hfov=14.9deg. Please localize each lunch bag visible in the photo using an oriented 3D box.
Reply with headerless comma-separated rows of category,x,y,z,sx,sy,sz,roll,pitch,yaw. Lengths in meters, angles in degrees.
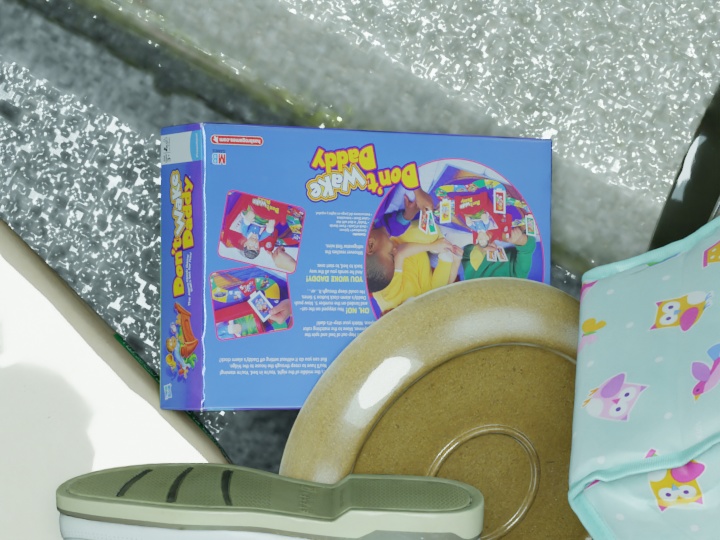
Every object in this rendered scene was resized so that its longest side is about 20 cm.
lunch bag,0.180,0.102,1.255,0.121,0.171,0.200,-21,122,21

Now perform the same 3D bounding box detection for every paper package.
paper package,-0.182,0.102,1.353,0.191,0.103,0.200,-44,89,-2

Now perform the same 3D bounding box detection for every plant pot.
plant pot,0.054,0.101,1.343,0.199,0.027,0.201,-12,117,-24

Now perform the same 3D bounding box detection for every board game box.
board game box,0.000,0.000,1.342,0.199,0.045,0.135,1,88,-31

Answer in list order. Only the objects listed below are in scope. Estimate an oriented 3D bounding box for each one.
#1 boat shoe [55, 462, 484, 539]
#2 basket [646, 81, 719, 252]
boat shoe,-0.044,0.132,1.269,0.199,0.075,0.069,4,105,8
basket,0.256,-0.007,1.354,0.199,0.136,0.181,24,88,-4
